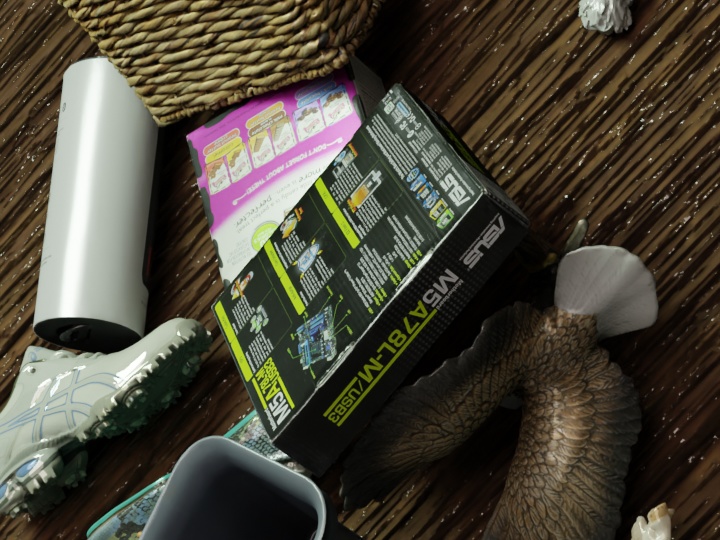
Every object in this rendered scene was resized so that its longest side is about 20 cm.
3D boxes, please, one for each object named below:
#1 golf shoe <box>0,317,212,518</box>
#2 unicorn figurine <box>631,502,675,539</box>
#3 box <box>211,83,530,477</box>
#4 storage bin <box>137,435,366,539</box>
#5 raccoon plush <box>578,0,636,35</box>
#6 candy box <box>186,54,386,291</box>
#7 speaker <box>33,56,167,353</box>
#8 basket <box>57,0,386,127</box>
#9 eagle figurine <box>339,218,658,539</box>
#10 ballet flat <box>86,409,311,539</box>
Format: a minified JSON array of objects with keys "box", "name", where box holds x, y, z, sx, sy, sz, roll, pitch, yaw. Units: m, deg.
[{"box":[-0.195,0.080,1.570,0.200,0.078,0.098,-39,72,13],"name":"golf shoe"},{"box":[0.213,0.198,1.275,0.199,0.073,0.139,-12,73,45],"name":"unicorn figurine"},{"box":[0.000,0.000,1.375,0.194,0.047,0.200,-52,25,9],"name":"box"},{"box":[-0.073,0.221,1.408,0.145,0.134,0.201,22,83,37],"name":"storage bin"},{"box":[0.168,-0.267,1.449,0.096,0.134,0.202,-2,69,31],"name":"raccoon plush"},{"box":[-0.029,-0.032,1.530,0.136,0.061,0.201,-28,57,20],"name":"candy box"},{"box":[-0.184,-0.045,1.627,0.081,0.081,0.202,-8,66,31],"name":"speaker"},{"box":[-0.091,-0.213,1.560,0.199,0.149,0.143,-14,36,42],"name":"basket"},{"box":[0.095,0.076,1.366,0.151,0.151,0.201,12,65,27],"name":"eagle figurine"},{"box":[-0.096,0.152,1.498,0.199,0.074,0.075,-37,55,19],"name":"ballet flat"}]
